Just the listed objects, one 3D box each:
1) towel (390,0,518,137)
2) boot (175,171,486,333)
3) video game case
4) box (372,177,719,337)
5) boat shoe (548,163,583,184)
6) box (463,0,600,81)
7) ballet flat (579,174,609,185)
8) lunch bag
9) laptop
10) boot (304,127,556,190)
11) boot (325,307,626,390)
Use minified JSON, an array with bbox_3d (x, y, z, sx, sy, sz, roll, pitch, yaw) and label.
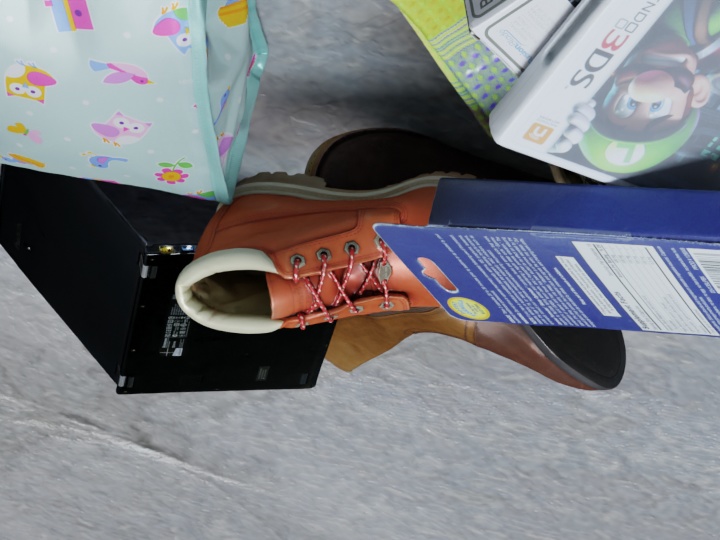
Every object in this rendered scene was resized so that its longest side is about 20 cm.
[{"bbox_3d":[0.123,-0.142,1.415,0.199,0.023,0.144,-25,134,15],"label":"towel"},{"bbox_3d":[0.000,0.000,1.546,0.199,0.107,0.075,1,116,24],"label":"boot"},{"bbox_3d":[0.190,-0.095,1.356,0.199,0.023,0.182,18,131,-27],"label":"video game case"},{"bbox_3d":[0.116,-0.005,1.438,0.199,0.033,0.121,3,157,27],"label":"box"},{"bbox_3d":[0.121,-0.107,1.508,0.072,0.065,0.200,9,150,8],"label":"boat shoe"},{"bbox_3d":[0.156,-0.150,1.353,0.200,0.060,0.117,-33,132,23],"label":"box"},{"bbox_3d":[0.188,-0.015,1.487,0.200,0.068,0.075,36,-176,-35],"label":"ballet flat"},{"bbox_3d":[-0.144,-0.133,1.520,0.169,0.122,0.200,9,156,9],"label":"lunch bag"},{"bbox_3d":[-0.116,-0.015,1.777,0.199,0.116,0.187,-1,153,-11],"label":"laptop"},{"bbox_3d":[0.086,-0.031,1.606,0.199,0.073,0.166,16,176,-33],"label":"boot"},{"bbox_3d":[0.041,0.037,1.788,0.188,0.069,0.200,28,148,-24],"label":"boot"}]
